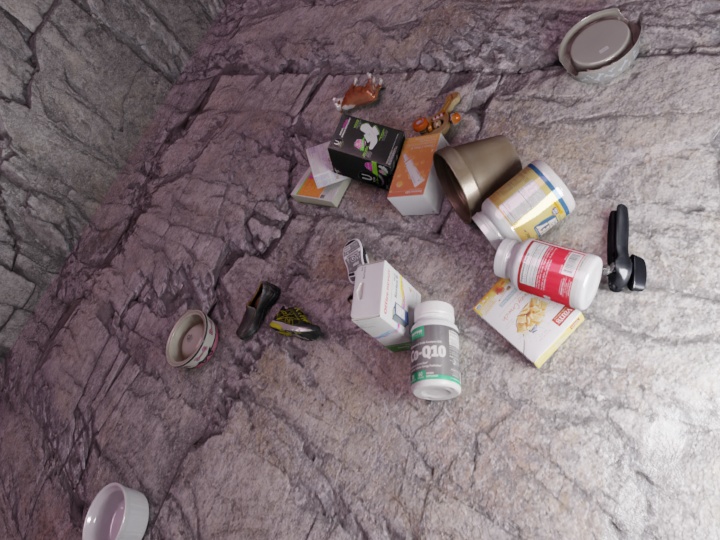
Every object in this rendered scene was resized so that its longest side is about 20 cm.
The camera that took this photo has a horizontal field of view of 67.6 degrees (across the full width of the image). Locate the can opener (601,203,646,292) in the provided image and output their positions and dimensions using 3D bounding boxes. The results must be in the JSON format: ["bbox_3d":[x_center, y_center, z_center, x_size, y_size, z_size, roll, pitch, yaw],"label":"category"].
[{"bbox_3d":[0.536,-0.045,1.114,0.064,0.077,0.203,124,158,-57],"label":"can opener"}]

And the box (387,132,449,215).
[{"bbox_3d":[0.171,-0.267,1.508,0.123,0.097,0.203,1,65,38],"label":"box"}]

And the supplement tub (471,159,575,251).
[{"bbox_3d":[0.370,-0.137,1.234,0.199,0.144,0.146,-39,46,13],"label":"supplement tub"}]

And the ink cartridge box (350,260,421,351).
[{"bbox_3d":[0.067,0.089,1.297,0.086,0.200,0.148,-13,55,31],"label":"ink cartridge box"}]

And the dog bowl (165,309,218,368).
[{"bbox_3d":[-0.557,0.237,1.798,0.198,0.074,0.203,-20,53,29],"label":"dog bowl"}]

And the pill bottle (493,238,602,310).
[{"bbox_3d":[0.383,-0.001,1.114,0.198,0.112,0.114,21,77,36],"label":"pill bottle"}]

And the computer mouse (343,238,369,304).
[{"bbox_3d":[0.000,0.000,1.521,0.109,0.044,0.203,-29,54,27],"label":"computer mouse"}]

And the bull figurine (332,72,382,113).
[{"bbox_3d":[-0.010,-0.623,1.896,0.197,0.065,0.123,5,70,40],"label":"bull figurine"}]

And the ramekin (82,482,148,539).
[{"bbox_3d":[-0.722,0.746,1.596,0.198,0.098,0.204,-20,52,28],"label":"ramekin"}]

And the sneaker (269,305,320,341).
[{"bbox_3d":[-0.187,0.145,1.555,0.197,0.074,0.086,6,67,41],"label":"sneaker"}]

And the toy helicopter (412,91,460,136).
[{"bbox_3d":[0.250,-0.457,1.583,0.131,0.079,0.202,2,52,46],"label":"toy helicopter"}]

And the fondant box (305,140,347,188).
[{"bbox_3d":[-0.067,-0.360,1.737,0.197,0.059,0.146,-19,50,2],"label":"fondant box"}]

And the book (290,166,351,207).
[{"bbox_3d":[-0.127,-0.285,1.798,0.198,0.048,0.135,14,70,42],"label":"book"}]

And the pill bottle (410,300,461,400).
[{"bbox_3d":[0.169,0.180,1.220,0.112,0.113,0.203,-17,54,30],"label":"pill bottle"}]

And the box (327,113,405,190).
[{"bbox_3d":[0.021,-0.346,1.589,0.197,0.149,0.126,20,73,11],"label":"box"}]

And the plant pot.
[{"bbox_3d":[0.301,-0.244,1.344,0.171,0.201,0.201,-27,47,1],"label":"plant pot"}]

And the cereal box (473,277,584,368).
[{"bbox_3d":[0.360,0.094,1.170,0.144,0.039,0.200,-47,44,2],"label":"cereal box"}]

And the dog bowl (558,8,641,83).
[{"bbox_3d":[0.611,-0.565,1.367,0.197,0.058,0.203,-20,53,29],"label":"dog bowl"}]

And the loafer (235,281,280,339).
[{"bbox_3d":[-0.338,0.122,1.693,0.072,0.072,0.202,25,82,44],"label":"loafer"}]
